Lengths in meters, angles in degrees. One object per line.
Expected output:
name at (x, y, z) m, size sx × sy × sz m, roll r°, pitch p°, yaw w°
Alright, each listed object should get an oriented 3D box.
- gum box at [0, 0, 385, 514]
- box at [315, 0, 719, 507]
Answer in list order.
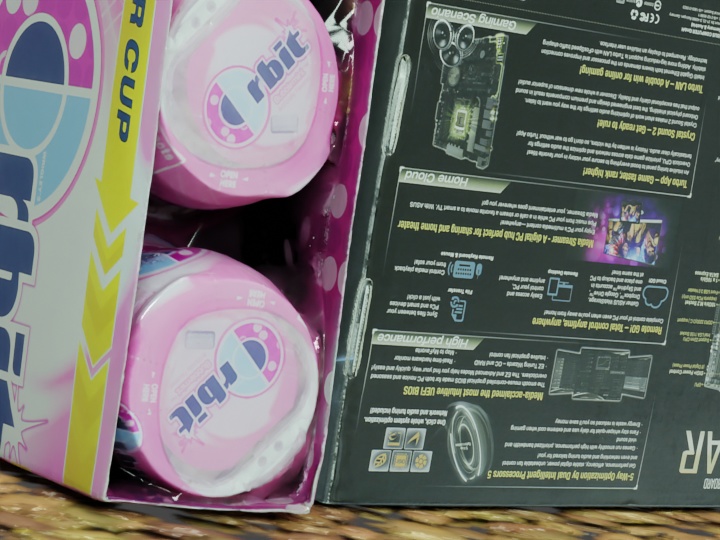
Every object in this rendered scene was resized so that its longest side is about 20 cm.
gum box at (-0.054, -0.046, 0.677) m, size 0.066 × 0.200 × 0.113 m, roll 6°, pitch 4°, yaw -35°
box at (0.065, -0.012, 0.752) m, size 0.200 × 0.160 × 0.044 m, roll 4°, pitch 8°, yaw -40°
